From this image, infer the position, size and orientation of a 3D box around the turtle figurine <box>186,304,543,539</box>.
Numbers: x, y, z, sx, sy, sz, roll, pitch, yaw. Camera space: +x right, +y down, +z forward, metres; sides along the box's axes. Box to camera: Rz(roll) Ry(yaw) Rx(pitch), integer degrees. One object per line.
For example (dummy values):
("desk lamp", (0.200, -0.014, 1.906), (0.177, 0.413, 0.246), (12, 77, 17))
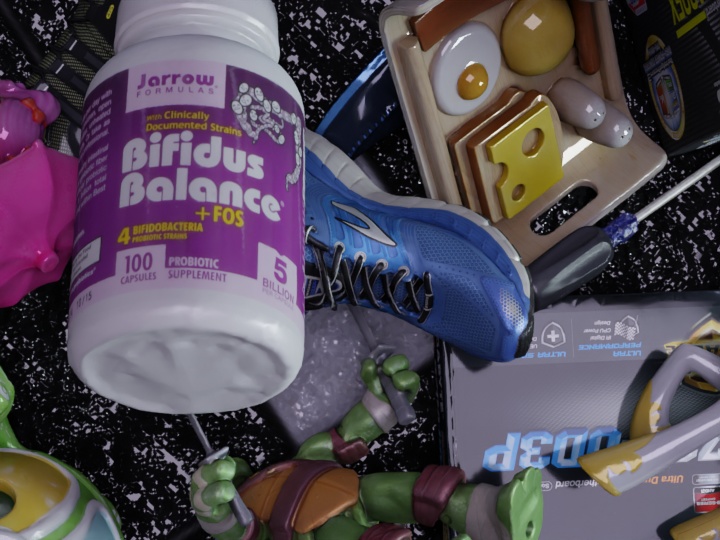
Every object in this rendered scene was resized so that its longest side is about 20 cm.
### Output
("turtle figurine", (-0.013, 0.091, 0.959), (0.193, 0.144, 0.202), (15, 94, 32))

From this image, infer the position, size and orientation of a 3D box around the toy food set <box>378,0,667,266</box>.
("toy food set", (0.097, -0.096, 0.983), (0.143, 0.060, 0.201), (-37, 134, -20))

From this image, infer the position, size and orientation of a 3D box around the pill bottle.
("pill bottle", (-0.082, -0.042, 0.910), (0.111, 0.113, 0.202), (1, 63, -5))

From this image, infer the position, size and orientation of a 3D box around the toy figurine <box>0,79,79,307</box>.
("toy figurine", (-0.223, -0.054, 0.962), (0.182, 0.151, 0.201), (7, 60, 7))

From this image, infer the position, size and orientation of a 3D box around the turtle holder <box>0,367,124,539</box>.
("turtle holder", (-0.181, 0.150, 0.967), (0.140, 0.132, 0.187), (21, 85, -3))

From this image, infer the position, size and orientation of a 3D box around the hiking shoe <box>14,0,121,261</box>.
("hiking shoe", (-0.153, -0.099, 1.014), (0.100, 0.076, 0.202), (-2, 87, -9))

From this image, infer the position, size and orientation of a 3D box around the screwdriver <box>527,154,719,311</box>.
("screwdriver", (0.163, -0.039, 1.043), (0.199, 0.029, 0.028), (-37, 49, -20))

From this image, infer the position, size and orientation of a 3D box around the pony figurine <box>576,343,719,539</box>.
("pony figurine", (0.241, 0.081, 0.970), (0.193, 0.167, 0.200), (42, 97, 5))

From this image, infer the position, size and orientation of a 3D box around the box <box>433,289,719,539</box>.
("box", (0.142, 0.093, 1.043), (0.198, 0.046, 0.161), (-1, 85, -6))

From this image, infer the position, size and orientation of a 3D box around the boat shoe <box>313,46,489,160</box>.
("boat shoe", (0.062, -0.122, 1.033), (0.200, 0.084, 0.069), (-42, 92, -4))

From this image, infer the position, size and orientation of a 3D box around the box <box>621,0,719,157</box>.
("box", (0.182, -0.153, 0.986), (0.044, 0.200, 0.162), (-15, 88, -6))

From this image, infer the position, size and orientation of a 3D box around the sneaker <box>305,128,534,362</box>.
("sneaker", (0.000, 0.000, 0.978), (0.199, 0.079, 0.089), (27, 43, 24))
